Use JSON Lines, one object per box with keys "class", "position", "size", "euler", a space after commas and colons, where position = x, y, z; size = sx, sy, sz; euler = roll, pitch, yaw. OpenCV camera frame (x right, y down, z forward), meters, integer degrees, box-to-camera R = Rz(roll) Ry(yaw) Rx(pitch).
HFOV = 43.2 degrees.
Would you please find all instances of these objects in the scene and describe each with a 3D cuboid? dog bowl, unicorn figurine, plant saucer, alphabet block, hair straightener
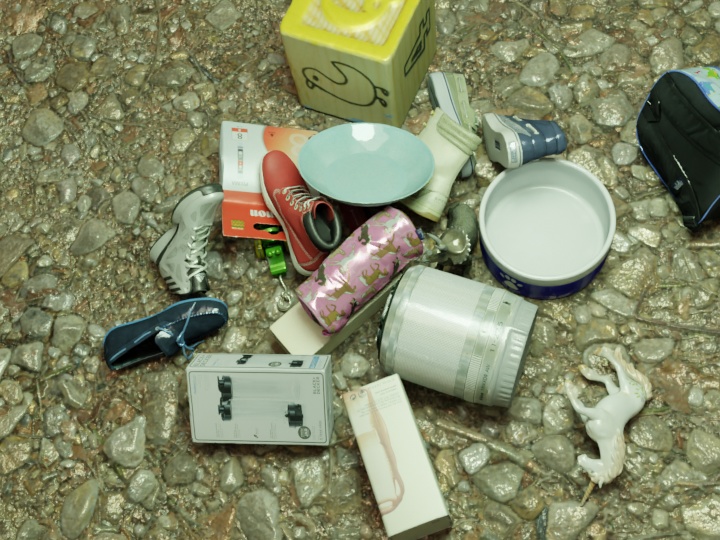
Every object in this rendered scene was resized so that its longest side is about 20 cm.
{"class": "dog bowl", "position": [0.276, -0.062, 1.359], "size": [0.197, 0.079, 0.202], "euler": [-3, 65, 6]}
{"class": "unicorn figurine", "position": [0.330, 0.196, 1.237], "size": [0.199, 0.074, 0.138], "euler": [-39, 78, -17]}
{"class": "plant saucer", "position": [0.008, -0.145, 1.323], "size": [0.198, 0.039, 0.202], "euler": [1, 42, -1]}
{"class": "alphabet block", "position": [0.004, -0.373, 1.465], "size": [0.193, 0.200, 0.198], "euler": [17, 69, 15]}
{"class": "hair straightener", "position": [-0.025, -0.128, 1.432], "size": [0.041, 0.077, 0.201], "euler": [-33, 80, 15]}

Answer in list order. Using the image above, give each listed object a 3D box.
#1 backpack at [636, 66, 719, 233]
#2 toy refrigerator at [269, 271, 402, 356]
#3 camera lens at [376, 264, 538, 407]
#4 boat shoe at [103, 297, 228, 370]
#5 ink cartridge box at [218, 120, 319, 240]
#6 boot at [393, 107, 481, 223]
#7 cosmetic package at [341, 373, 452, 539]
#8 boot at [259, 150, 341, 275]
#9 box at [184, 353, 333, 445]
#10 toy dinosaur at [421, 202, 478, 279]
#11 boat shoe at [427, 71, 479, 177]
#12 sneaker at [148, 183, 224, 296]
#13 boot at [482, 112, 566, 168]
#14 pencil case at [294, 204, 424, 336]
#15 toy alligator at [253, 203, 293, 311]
{"class": "backpack", "position": [0.514, -0.195, 1.339], "size": [0.146, 0.184, 0.201], "euler": [-15, 59, -25]}
{"class": "toy refrigerator", "position": [-0.033, 0.056, 1.352], "size": [0.200, 0.070, 0.076], "euler": [-41, 75, -11]}
{"class": "camera lens", "position": [0.131, 0.090, 1.264], "size": [0.198, 0.160, 0.161], "euler": [17, 69, 14]}
{"class": "boat shoe", "position": [-0.286, 0.105, 1.360], "size": [0.198, 0.084, 0.069], "euler": [-23, 45, 12]}
{"class": "ink cartridge box", "position": [-0.138, -0.140, 1.414], "size": [0.160, 0.050, 0.202], "euler": [4, 51, -17]}
{"class": "boot", "position": [0.080, -0.182, 1.401], "size": [0.199, 0.072, 0.156], "euler": [36, 100, 34]}
{"class": "cosmetic package", "position": [0.049, 0.257, 1.233], "size": [0.086, 0.104, 0.202], "euler": [-20, 63, 0]}
{"class": "boot", "position": [-0.085, -0.107, 1.327], "size": [0.072, 0.144, 0.202], "euler": [-18, 76, -21]}
{"class": "box", "position": [-0.140, 0.180, 1.281], "size": [0.197, 0.060, 0.118], "euler": [-1, 107, 7]}
{"class": "toy dinosaur", "position": [0.148, -0.050, 1.344], "size": [0.076, 0.103, 0.201], "euler": [22, 43, 9]}
{"class": "boat shoe", "position": [0.159, -0.242, 1.460], "size": [0.061, 0.072, 0.202], "euler": [-11, 64, -4]}
{"class": "sneaker", "position": [-0.241, -0.034, 1.372], "size": [0.075, 0.201, 0.116], "euler": [-12, 63, -45]}
{"class": "boot", "position": [0.245, -0.201, 1.386], "size": [0.089, 0.074, 0.200], "euler": [-11, 22, -1]}
{"class": "pencil case", "position": [0.000, 0.000, 1.282], "size": [0.200, 0.083, 0.087], "euler": [-42, 58, -6]}
{"class": "toy alligator", "position": [-0.134, -0.037, 1.412], "size": [0.059, 0.054, 0.202], "euler": [-14, 65, 1]}
